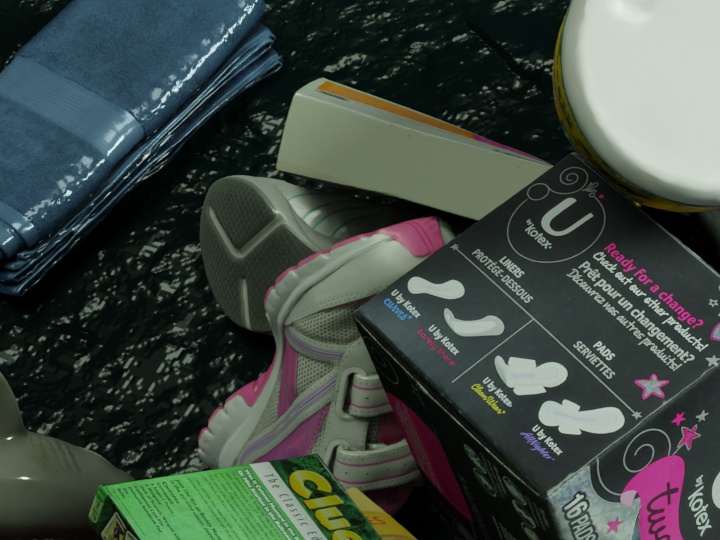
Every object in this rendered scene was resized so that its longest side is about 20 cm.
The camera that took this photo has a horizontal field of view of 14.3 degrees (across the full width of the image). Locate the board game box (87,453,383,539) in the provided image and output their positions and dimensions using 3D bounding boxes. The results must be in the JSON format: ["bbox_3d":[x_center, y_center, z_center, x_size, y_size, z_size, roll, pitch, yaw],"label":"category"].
[{"bbox_3d":[-0.008,0.144,1.045,0.105,0.024,0.200,-7,42,-36],"label":"board game box"}]

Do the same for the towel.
[{"bbox_3d":[-0.141,-0.078,1.455,0.112,0.049,0.200,30,67,36],"label":"towel"}]

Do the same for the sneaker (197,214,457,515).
[{"bbox_3d":[0.002,0.055,1.221,0.081,0.200,0.088,-16,60,-31],"label":"sneaker"}]

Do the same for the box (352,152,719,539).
[{"bbox_3d":[0.101,0.077,1.134,0.115,0.200,0.132,-37,49,-11],"label":"box"}]

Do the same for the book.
[{"bbox_3d":[0.036,-0.046,1.254,0.133,0.200,0.048,16,93,1],"label":"book"}]

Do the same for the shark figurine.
[{"bbox_3d":[-0.202,0.121,1.253,0.214,0.128,0.090,-19,45,4],"label":"shark figurine"}]

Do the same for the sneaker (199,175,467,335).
[{"bbox_3d":[0.000,0.000,1.333,0.080,0.071,0.200,-6,17,-40],"label":"sneaker"}]

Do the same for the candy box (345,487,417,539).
[{"bbox_3d":[-0.031,0.163,1.074,0.117,0.057,0.200,39,34,24],"label":"candy box"}]

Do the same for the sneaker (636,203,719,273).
[{"bbox_3d":[0.138,-0.030,1.278,0.070,0.090,0.200,-25,48,12],"label":"sneaker"}]

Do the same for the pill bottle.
[{"bbox_3d":[0.132,-0.080,1.135,0.112,0.200,0.113,0,91,2],"label":"pill bottle"}]
